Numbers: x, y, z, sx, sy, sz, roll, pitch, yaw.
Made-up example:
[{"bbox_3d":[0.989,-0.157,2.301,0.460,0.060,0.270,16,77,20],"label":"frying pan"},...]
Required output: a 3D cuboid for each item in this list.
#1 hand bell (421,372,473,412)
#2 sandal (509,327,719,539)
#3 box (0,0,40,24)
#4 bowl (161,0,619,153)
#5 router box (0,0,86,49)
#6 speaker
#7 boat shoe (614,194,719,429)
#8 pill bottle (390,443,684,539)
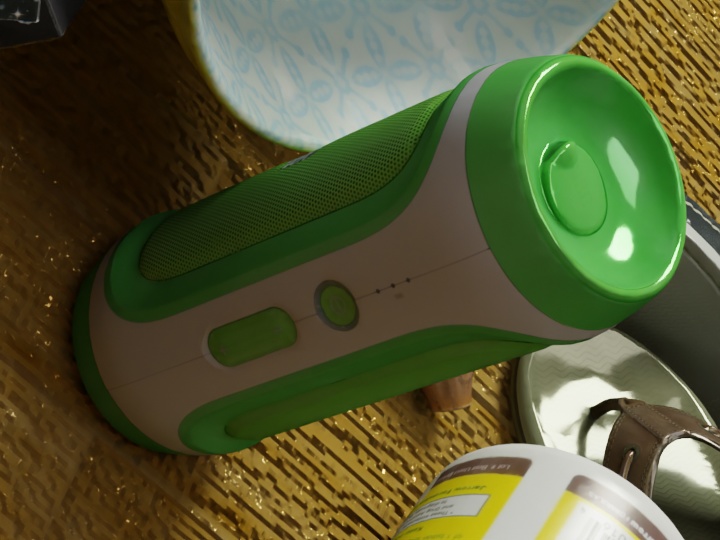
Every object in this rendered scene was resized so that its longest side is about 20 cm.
[{"bbox_3d":[0.016,-0.047,0.822,0.104,0.104,0.200,-16,99,-47],"label":"hand bell"},{"bbox_3d":[0.125,0.091,0.825,0.080,0.057,0.201,-12,51,-23],"label":"sandal"},{"bbox_3d":[-0.137,-0.163,0.526,0.136,0.038,0.200,3,114,-15],"label":"box"},{"bbox_3d":[0.005,-0.145,0.693,0.200,0.200,0.108,-1,39,-45],"label":"bowl"},{"bbox_3d":[-0.116,-0.183,0.634,0.157,0.052,0.200,-70,148,-56],"label":"router box"},{"bbox_3d":[0.000,0.000,0.681,0.088,0.200,0.089,19,62,-40],"label":"speaker"},{"bbox_3d":[0.149,0.023,0.923,0.200,0.076,0.060,54,44,-33],"label":"boat shoe"},{"bbox_3d":[0.028,0.155,0.718,0.109,0.109,0.200,54,45,-15],"label":"pill bottle"}]
